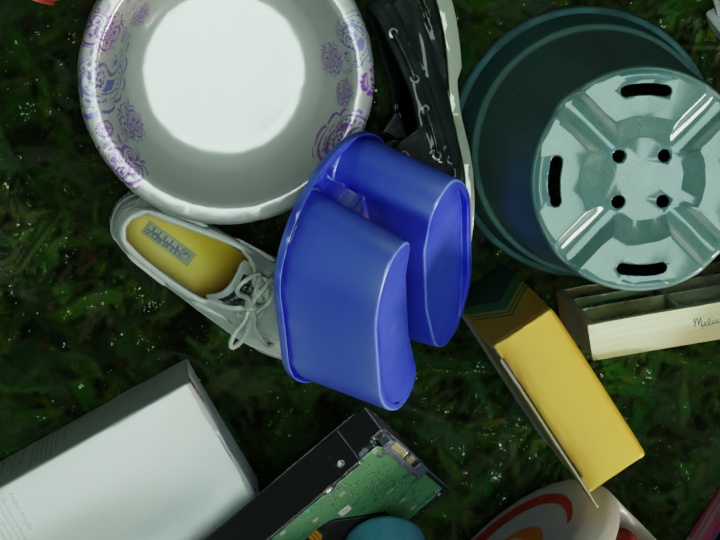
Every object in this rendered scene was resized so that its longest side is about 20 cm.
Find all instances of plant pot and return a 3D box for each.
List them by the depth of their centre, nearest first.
[{"bbox_3d":[0.172,-0.077,1.459,0.200,0.196,0.201,-1,100,-5],"label":"plant pot"}]

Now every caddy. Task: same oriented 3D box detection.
[{"bbox_3d":[0.000,0.000,1.444,0.105,0.141,0.200,24,144,22],"label":"caddy"}]

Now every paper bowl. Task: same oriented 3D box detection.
[{"bbox_3d":[-0.094,-0.138,1.465,0.200,0.104,0.201,-1,100,-5],"label":"paper bowl"}]

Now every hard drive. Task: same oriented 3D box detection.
[{"bbox_3d":[-0.041,0.190,1.525,0.200,0.140,0.038,-40,61,4],"label":"hard drive"}]

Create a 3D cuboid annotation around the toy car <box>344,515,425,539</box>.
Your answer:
[{"bbox_3d":[-0.054,0.278,1.472,0.200,0.185,0.177,9,131,-17],"label":"toy car"}]

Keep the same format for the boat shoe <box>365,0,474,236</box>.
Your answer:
[{"bbox_3d":[0.038,-0.102,1.495,0.066,0.075,0.200,-9,106,-14],"label":"boat shoe"}]

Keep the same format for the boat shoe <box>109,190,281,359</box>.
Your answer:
[{"bbox_3d":[-0.086,0.011,1.502,0.202,0.086,0.075,35,97,-14],"label":"boat shoe"}]

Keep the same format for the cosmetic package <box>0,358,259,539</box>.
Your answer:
[{"bbox_3d":[-0.183,0.163,1.527,0.200,0.081,0.113,-28,103,-1],"label":"cosmetic package"}]

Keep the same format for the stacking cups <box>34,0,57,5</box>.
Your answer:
[{"bbox_3d":[-0.191,-0.280,1.451,0.060,0.061,0.200,16,100,-9],"label":"stacking cups"}]

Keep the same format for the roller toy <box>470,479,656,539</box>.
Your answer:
[{"bbox_3d":[0.148,0.256,1.524,0.140,0.200,0.182,47,72,-13],"label":"roller toy"}]

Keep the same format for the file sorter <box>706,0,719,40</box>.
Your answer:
[{"bbox_3d":[0.347,-0.214,1.457,0.200,0.139,0.125,-29,140,0],"label":"file sorter"}]

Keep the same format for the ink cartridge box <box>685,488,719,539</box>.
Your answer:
[{"bbox_3d":[0.307,0.157,1.568,0.037,0.095,0.200,34,96,-10],"label":"ink cartridge box"}]

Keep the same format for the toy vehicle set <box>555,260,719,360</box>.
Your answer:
[{"bbox_3d":[0.249,0.022,1.521,0.200,0.124,0.027,-10,102,-4],"label":"toy vehicle set"}]

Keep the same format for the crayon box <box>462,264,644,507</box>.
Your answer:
[{"bbox_3d":[0.132,0.076,1.481,0.052,0.200,0.126,-33,103,1],"label":"crayon box"}]
